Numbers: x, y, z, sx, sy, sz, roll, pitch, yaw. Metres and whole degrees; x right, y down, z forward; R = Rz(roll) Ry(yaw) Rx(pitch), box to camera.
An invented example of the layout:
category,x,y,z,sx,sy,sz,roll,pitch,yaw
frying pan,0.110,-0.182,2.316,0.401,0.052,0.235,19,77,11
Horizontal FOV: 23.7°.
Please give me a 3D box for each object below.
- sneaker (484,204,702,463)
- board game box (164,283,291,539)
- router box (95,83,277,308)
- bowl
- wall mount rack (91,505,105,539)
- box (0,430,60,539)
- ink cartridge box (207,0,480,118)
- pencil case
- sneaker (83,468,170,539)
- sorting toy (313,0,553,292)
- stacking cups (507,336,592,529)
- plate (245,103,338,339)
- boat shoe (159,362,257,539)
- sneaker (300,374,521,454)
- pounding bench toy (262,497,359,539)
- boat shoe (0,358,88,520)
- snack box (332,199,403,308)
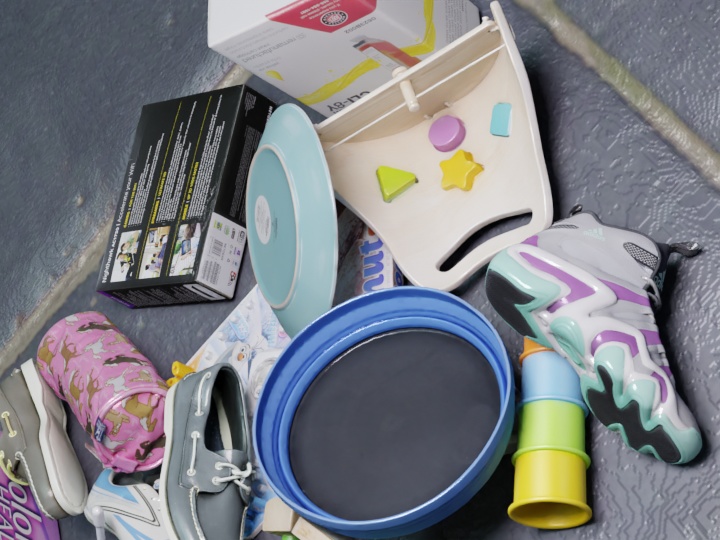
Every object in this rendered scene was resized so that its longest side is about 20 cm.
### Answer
category,x,y,z,sx,sy,sz,roll,pitch,yaw
sneaker,0.201,0.030,1.221,0.140,0.078,0.200,-36,74,-22
board game box,-0.079,0.094,1.474,0.200,0.026,0.200,-48,45,13
router box,-0.165,-0.069,1.617,0.149,0.051,0.200,-5,66,43
bowl,0.019,0.104,1.256,0.200,0.039,0.201,-13,51,16
wall mount rack,-0.217,0.306,1.442,0.174,0.074,0.200,-55,49,15
box,-0.377,0.227,1.550,0.097,0.200,0.176,-36,48,22
ink cartridge box,-0.009,-0.205,1.441,0.145,0.200,0.084,-19,60,34
pencil case,-0.228,0.106,1.542,0.086,0.083,0.200,-20,28,-18
sneaker,-0.167,0.218,1.456,0.200,0.072,0.073,26,94,45
sorting toy,0.074,-0.081,1.381,0.200,0.107,0.180,-29,62,18
stacking cups,0.136,0.086,1.258,0.060,0.060,0.200,-20,56,34
plate,-0.063,-0.037,1.410,0.200,0.026,0.201,174,90,-69
boat shoe,-0.120,0.162,1.406,0.062,0.073,0.200,-36,44,28
sneaker,0.044,0.115,1.330,0.200,0.082,0.075,8,39,30
pounding bench toy,-0.028,0.275,1.261,0.200,0.124,0.156,29,90,47
boat shoe,-0.298,0.162,1.565,0.060,0.072,0.202,-29,39,0
snack box,0.000,0.000,1.428,0.072,0.024,0.200,-17,50,22
